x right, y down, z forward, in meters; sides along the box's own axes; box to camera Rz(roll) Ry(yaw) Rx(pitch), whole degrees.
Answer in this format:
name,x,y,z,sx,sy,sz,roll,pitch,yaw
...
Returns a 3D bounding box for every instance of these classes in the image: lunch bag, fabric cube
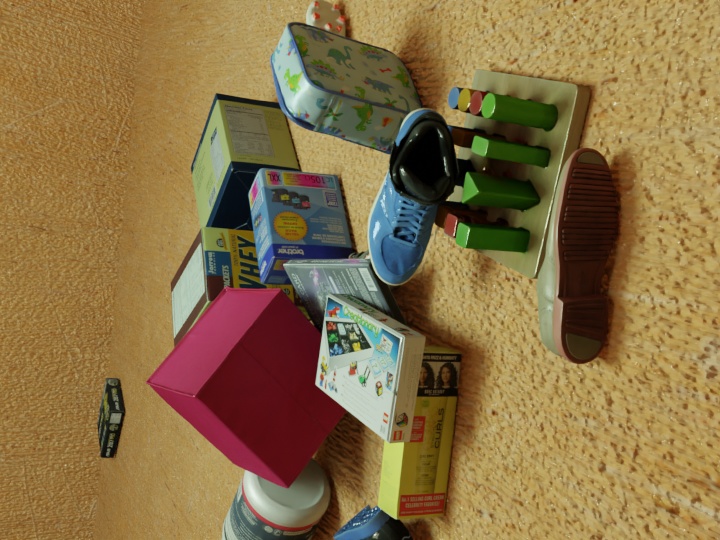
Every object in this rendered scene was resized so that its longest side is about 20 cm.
name,x,y,z,sx,sy,sz,roll,pitch,yaw
lunch bag,-0.018,-0.246,1.179,0.083,0.198,0.162,-52,43,37
fabric cube,-0.153,0.162,1.294,0.201,0.200,0.195,-51,24,-21

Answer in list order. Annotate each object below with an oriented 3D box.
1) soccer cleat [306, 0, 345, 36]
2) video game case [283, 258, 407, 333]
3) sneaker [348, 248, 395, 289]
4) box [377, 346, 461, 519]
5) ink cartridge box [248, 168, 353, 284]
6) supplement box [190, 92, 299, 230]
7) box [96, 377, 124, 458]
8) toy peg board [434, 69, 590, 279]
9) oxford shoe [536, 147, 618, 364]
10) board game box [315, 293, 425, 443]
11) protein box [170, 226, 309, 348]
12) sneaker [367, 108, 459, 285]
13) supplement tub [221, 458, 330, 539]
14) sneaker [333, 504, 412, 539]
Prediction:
name,x,y,z,sx,sy,sz,roll,pitch,yaw
soccer cleat,-0.053,-0.348,1.417,0.078,0.068,0.202,125,138,-50
video game case,-0.016,0.049,1.205,0.199,0.019,0.144,2,123,53
sneaker,0.000,0.000,1.250,0.200,0.076,0.083,130,143,-49
box,0.071,0.194,1.073,0.050,0.074,0.203,14,97,62
ink cartridge box,-0.090,-0.053,1.366,0.077,0.134,0.202,123,142,-52
supplement box,-0.220,-0.183,1.651,0.201,0.132,0.202,-59,37,42
box,-0.804,0.473,2.839,0.162,0.048,0.202,-116,39,-51
toy peg board,0.132,-0.117,0.970,0.199,0.097,0.203,34,116,60
oxford shoe,0.197,-0.016,0.854,0.075,0.069,0.203,-169,85,-69
board game box,0.007,0.114,1.089,0.199,0.034,0.128,26,111,59
protein box,-0.201,0.040,1.509,0.200,0.196,0.137,-47,46,51
sneaker,0.054,-0.073,0.961,0.111,0.076,0.203,-91,17,-77
supplement tub,-0.139,0.390,1.394,0.202,0.138,0.141,-66,33,35
sneaker,0.019,0.357,1.162,0.078,0.070,0.200,50,162,6
